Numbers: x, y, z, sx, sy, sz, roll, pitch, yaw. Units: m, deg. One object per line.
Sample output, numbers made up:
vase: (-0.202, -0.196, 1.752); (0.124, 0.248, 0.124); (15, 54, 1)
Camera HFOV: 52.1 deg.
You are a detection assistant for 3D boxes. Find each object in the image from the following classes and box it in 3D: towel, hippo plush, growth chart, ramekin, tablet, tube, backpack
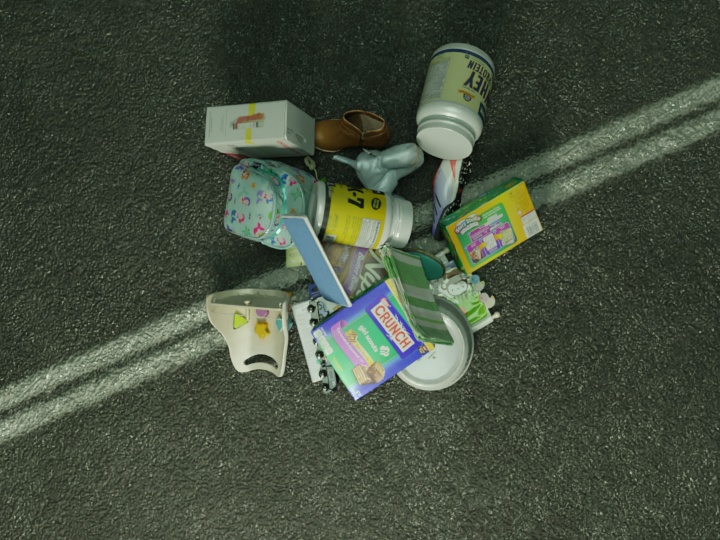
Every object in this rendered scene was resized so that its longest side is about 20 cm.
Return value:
towel: (0.114, 0.050, 1.456); (0.023, 0.151, 0.204); (-33, 65, 25)
hippo plush: (0.062, -0.175, 1.560); (0.155, 0.199, 0.166); (-7, 95, 25)
growth chart: (0.203, 0.053, 1.615); (0.144, 0.018, 0.202); (-37, 87, 2)
ramekin: (0.145, 0.159, 1.564); (0.196, 0.094, 0.209); (0, 93, 8)
tablet: (-0.086, -0.021, 1.447); (0.014, 0.129, 0.203); (-34, 108, -20)
tube: (-0.143, -0.112, 1.635); (0.051, 0.058, 0.206); (-7, 89, -32)
backpack: (-0.183, -0.138, 1.551); (0.196, 0.150, 0.182); (19, 105, 23)

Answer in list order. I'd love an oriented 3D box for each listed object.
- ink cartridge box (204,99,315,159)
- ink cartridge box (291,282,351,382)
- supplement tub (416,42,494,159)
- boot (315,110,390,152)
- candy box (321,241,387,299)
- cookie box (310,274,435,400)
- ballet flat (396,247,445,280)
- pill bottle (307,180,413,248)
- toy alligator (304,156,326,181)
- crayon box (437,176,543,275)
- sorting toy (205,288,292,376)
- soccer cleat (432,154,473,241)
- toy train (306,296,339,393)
ink cartridge box: (-0.210, -0.296, 1.570); (0.195, 0.145, 0.086); (1, 85, 23)
ink cartridge box: (-0.066, 0.122, 1.600); (0.133, 0.076, 0.205); (-17, 87, 1)
supplement tub: (0.197, -0.354, 1.551); (0.141, 0.145, 0.205); (14, 72, 4)
boot: (-0.032, -0.305, 1.580); (0.194, 0.155, 0.076); (0, 87, 4)
candy box: (0.000, 0.000, 1.541); (0.198, 0.056, 0.118); (38, 88, -4)
cookie box: (0.027, 0.131, 1.485); (0.198, 0.075, 0.173); (-34, 96, 9)
ballet flat: (0.091, -0.023, 1.597); (0.194, 0.071, 0.073); (5, 87, 13)
pill bottle: (-0.002, -0.106, 1.462); (0.194, 0.114, 0.118); (8, 87, -15)
toy alligator: (-0.075, -0.156, 1.629); (0.054, 0.059, 0.202); (-39, 84, 42)
crayon box: (0.276, -0.096, 1.568); (0.197, 0.058, 0.121); (-30, 109, -4)
sorting toy: (-0.223, 0.139, 1.603); (0.195, 0.106, 0.186); (4, 102, 23)
soccer cleat: (0.185, -0.167, 1.612); (0.072, 0.068, 0.205); (19, 96, 33)
toy train: (-0.076, 0.154, 1.545); (0.044, 0.034, 0.206); (-10, 86, -2)
